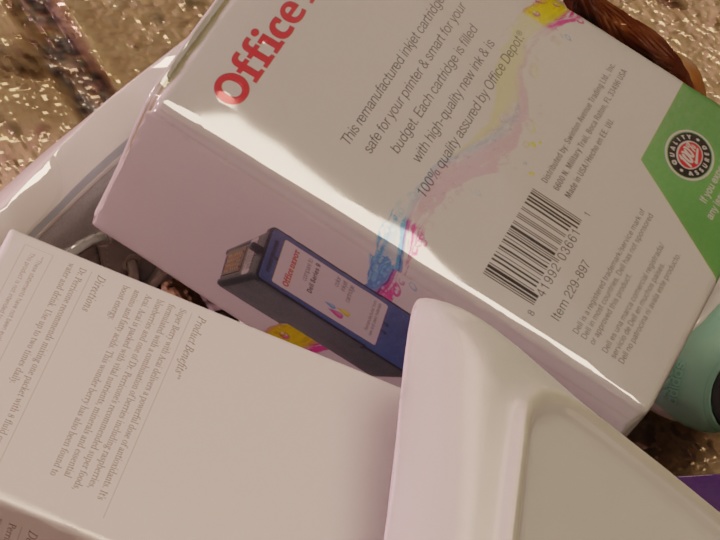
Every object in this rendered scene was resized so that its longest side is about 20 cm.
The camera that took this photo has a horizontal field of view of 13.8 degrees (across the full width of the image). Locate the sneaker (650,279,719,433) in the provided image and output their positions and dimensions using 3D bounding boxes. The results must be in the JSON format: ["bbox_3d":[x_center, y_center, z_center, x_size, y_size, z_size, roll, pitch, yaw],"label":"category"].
[{"bbox_3d":[0.117,-0.012,1.211,0.139,0.078,0.200,22,23,18],"label":"sneaker"}]

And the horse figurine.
[{"bbox_3d":[0.094,-0.073,1.220,0.132,0.200,0.050,19,79,-3],"label":"horse figurine"}]

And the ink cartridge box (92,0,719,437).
[{"bbox_3d":[0.028,-0.031,1.057,0.200,0.088,0.146,33,52,-1],"label":"ink cartridge box"}]

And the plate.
[{"bbox_3d":[0.084,0.127,0.917,0.200,0.032,0.200,38,39,-29],"label":"plate"}]

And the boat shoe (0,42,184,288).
[{"bbox_3d":[-0.088,-0.024,1.115,0.069,0.072,0.200,50,51,-5],"label":"boat shoe"}]

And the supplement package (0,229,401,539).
[{"bbox_3d":[-0.054,0.099,0.966,0.199,0.120,0.121,23,40,-1],"label":"supplement package"}]

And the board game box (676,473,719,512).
[{"bbox_3d":[0.163,0.149,1.065,0.199,0.057,0.166,-2,46,-28],"label":"board game box"}]
